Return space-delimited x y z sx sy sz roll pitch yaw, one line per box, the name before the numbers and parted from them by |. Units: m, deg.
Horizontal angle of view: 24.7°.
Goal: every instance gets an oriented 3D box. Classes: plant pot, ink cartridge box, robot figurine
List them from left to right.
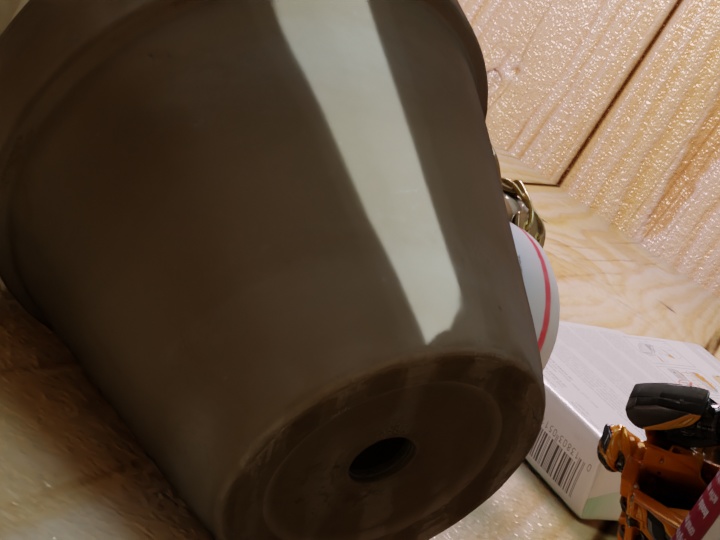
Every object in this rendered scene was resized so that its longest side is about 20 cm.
plant pot | -0.022 0.000 0.572 0.199 0.200 0.174 22 31 -46
ink cartridge box | 0.166 0.087 0.963 0.198 0.050 0.161 11 21 -34
robot figurine | 0.183 0.110 0.640 0.198 0.059 0.145 20 -26 19

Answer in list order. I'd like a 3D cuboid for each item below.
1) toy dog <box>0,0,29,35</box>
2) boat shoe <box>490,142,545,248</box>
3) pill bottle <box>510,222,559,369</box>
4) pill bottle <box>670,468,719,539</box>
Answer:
toy dog | -0.125 -0.099 0.677 0.138 0.202 0.194 -1 10 23
boat shoe | 0.074 -0.023 0.976 0.201 0.066 0.074 84 -15 -60
pill bottle | 0.000 0.000 0.794 0.199 0.109 0.109 23 14 -43
pill bottle | 0.156 0.107 0.530 0.112 0.201 0.113 32 10 -7
